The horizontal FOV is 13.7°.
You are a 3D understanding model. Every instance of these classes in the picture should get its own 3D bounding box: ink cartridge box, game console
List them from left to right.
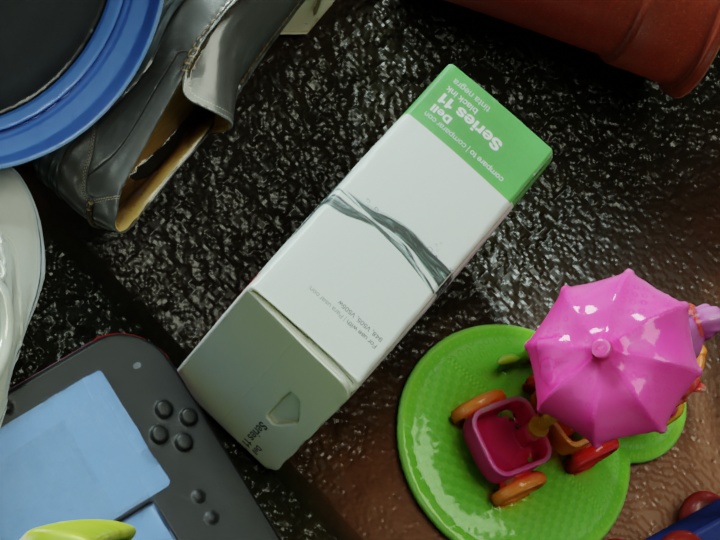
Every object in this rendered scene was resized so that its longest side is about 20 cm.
[{"bbox_3d":[-0.151,0.144,1.622,0.200,0.031,0.177,-31,83,-30],"label":"game console"},{"bbox_3d":[0.000,0.000,1.680,0.083,0.147,0.200,42,58,-1],"label":"ink cartridge box"}]

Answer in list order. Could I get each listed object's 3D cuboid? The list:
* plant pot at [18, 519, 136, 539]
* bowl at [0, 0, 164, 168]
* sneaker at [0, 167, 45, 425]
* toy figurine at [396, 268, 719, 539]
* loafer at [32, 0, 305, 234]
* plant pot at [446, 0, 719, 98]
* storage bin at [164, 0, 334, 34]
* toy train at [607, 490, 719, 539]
[{"bbox_3d":[-0.128,0.231,1.472,0.181,0.200,0.199,39,90,4],"label":"plant pot"},{"bbox_3d":[-0.197,-0.153,1.598,0.200,0.039,0.201,-17,120,-30],"label":"bowl"},{"bbox_3d":[-0.205,0.011,1.613,0.073,0.071,0.200,6,53,-9],"label":"sneaker"},{"bbox_3d":[0.144,0.063,1.694,0.200,0.184,0.150,-20,78,-29],"label":"toy figurine"},{"bbox_3d":[-0.090,-0.102,1.680,0.200,0.073,0.072,-47,56,3],"label":"loafer"},{"bbox_3d":[0.123,-0.224,1.813,0.195,0.201,0.201,13,64,-9],"label":"plant pot"},{"bbox_3d":[-0.113,-0.248,1.765,0.198,0.094,0.201,4,67,-22],"label":"storage bin"},{"bbox_3d":[0.178,0.206,1.716,0.200,0.085,0.116,-25,93,-30],"label":"toy train"}]
